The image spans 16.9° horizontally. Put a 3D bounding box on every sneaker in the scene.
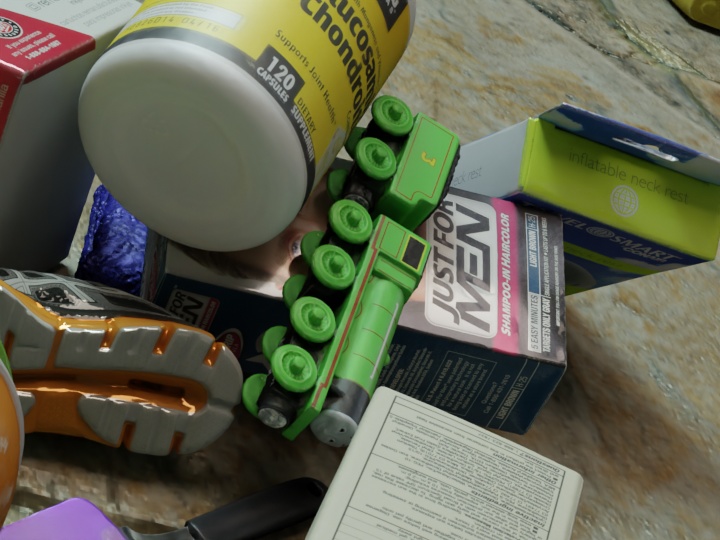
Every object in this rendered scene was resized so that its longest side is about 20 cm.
[{"bbox_3d":[-0.153,0.032,1.060,0.199,0.079,0.077,17,11,-21],"label":"sneaker"}]

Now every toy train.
[{"bbox_3d":[0.000,0.000,1.106,0.056,0.042,0.201,31,49,-13],"label":"toy train"}]

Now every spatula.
[{"bbox_3d":[-0.077,0.111,1.012,0.057,0.021,0.200,48,30,21],"label":"spatula"}]

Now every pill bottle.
[{"bbox_3d":[-0.041,-0.109,1.126,0.112,0.112,0.200,25,47,7],"label":"pill bottle"}]

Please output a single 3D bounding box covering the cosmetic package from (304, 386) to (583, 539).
[{"bbox_3d":[0.018,0.138,0.960,0.103,0.088,0.200,25,23,3],"label":"cosmetic package"}]

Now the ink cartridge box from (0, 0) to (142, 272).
[{"bbox_3d":[-0.231,-0.089,1.142,0.199,0.145,0.145,26,25,10],"label":"ink cartridge box"}]

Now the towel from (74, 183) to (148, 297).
[{"bbox_3d":[-0.042,-0.001,1.238,0.199,0.050,0.148,18,24,-10],"label":"towel"}]

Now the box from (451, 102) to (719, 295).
[{"bbox_3d":[0.101,-0.031,1.279,0.121,0.048,0.200,18,-15,-22],"label":"box"}]

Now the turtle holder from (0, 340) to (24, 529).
[{"bbox_3d":[-0.210,0.065,0.850,0.184,0.142,0.132,13,27,-22],"label":"turtle holder"}]

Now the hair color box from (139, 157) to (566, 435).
[{"bbox_3d":[-0.003,0.004,1.167,0.199,0.061,0.100,13,48,-13],"label":"hair color box"}]

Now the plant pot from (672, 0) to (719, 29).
[{"bbox_3d":[0.350,-0.287,2.005,0.199,0.201,0.177,18,35,-11],"label":"plant pot"}]
